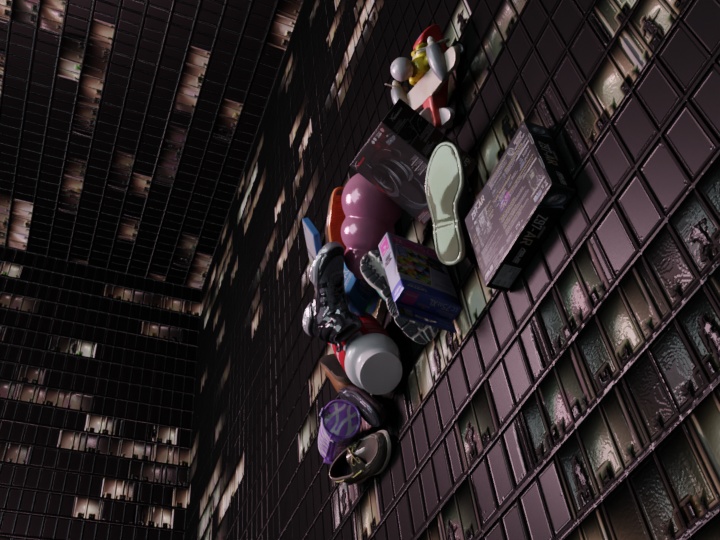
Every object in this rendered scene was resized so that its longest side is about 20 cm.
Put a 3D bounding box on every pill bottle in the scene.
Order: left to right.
[{"bbox_3d":[0.013,0.161,1.574,0.200,0.111,0.114,-133,58,-68],"label":"pill bottle"}]

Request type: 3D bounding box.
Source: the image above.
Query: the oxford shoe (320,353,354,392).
[{"bbox_3d":[-0.046,0.232,1.780,0.200,0.070,0.072,-128,29,-73],"label":"oxford shoe"}]

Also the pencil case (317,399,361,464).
[{"bbox_3d":[-0.044,0.324,1.612,0.201,0.083,0.087,98,-176,-64],"label":"pencil case"}]

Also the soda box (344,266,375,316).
[{"bbox_3d":[0.000,0.000,1.655,0.067,0.064,0.201,-7,42,35],"label":"soda box"}]

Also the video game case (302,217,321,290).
[{"bbox_3d":[-0.094,-0.003,1.793,0.143,0.018,0.203,-129,28,-68],"label":"video game case"}]

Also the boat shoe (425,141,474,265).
[{"bbox_3d":[0.159,-0.112,1.355,0.074,0.066,0.203,-10,87,37],"label":"boat shoe"}]

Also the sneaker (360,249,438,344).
[{"bbox_3d":[0.076,0.046,1.458,0.201,0.077,0.080,55,179,22],"label":"sneaker"}]

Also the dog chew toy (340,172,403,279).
[{"bbox_3d":[0.017,-0.084,1.551,0.124,0.123,0.203,-178,97,-71],"label":"dog chew toy"}]

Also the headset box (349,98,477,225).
[{"bbox_3d":[0.100,-0.185,1.450,0.078,0.199,0.149,-54,6,-34],"label":"headset box"}]

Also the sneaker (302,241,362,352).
[{"bbox_3d":[-0.042,0.053,1.520,0.113,0.075,0.203,33,121,38],"label":"sneaker"}]

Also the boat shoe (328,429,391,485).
[{"bbox_3d":[-0.001,0.361,1.551,0.200,0.059,0.073,128,139,-52],"label":"boat shoe"}]

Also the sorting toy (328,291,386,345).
[{"bbox_3d":[-0.015,0.091,1.768,0.200,0.069,0.202,-143,67,-70],"label":"sorting toy"}]

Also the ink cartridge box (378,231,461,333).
[{"bbox_3d":[0.103,0.019,1.390,0.042,0.118,0.201,-57,25,30],"label":"ink cartridge box"}]

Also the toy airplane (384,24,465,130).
[{"bbox_3d":[0.121,-0.360,1.559,0.200,0.139,0.202,-110,38,-58],"label":"toy airplane"}]

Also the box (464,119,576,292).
[{"bbox_3d":[0.231,-0.095,1.208,0.161,0.043,0.201,-99,28,-48],"label":"box"}]

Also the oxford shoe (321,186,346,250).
[{"bbox_3d":[-0.057,-0.079,1.720,0.073,0.071,0.203,20,112,51],"label":"oxford shoe"}]

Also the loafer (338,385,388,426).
[{"bbox_3d":[0.014,0.252,1.590,0.073,0.063,0.200,62,163,-11],"label":"loafer"}]
